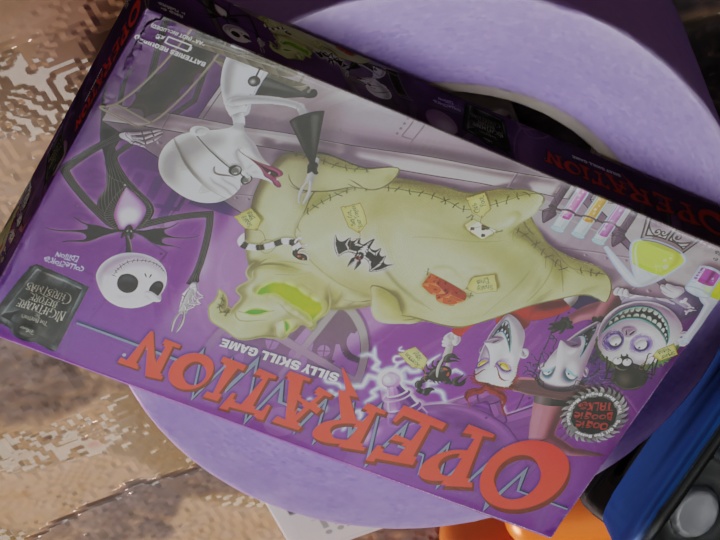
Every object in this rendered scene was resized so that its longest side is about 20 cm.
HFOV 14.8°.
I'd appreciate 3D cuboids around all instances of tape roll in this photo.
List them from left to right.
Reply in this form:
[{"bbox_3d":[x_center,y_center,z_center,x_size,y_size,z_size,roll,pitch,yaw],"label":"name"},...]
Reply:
[{"bbox_3d":[0.016,-0.021,0.871,0.199,0.085,0.200,-4,125,-5],"label":"tape roll"}]

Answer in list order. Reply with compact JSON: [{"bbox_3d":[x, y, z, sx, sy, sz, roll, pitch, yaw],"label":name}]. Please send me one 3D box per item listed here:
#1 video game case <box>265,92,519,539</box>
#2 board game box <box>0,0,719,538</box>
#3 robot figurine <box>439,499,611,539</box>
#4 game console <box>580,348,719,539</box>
[{"bbox_3d":[0.011,0.023,1.001,0.143,0.018,0.200,-20,138,5],"label":"video game case"},{"bbox_3d":[0.000,0.000,0.818,0.200,0.032,0.120,21,124,-20],"label":"board game box"},{"bbox_3d":[0.106,0.128,1.068,0.200,0.117,0.144,-18,107,4],"label":"robot figurine"},{"bbox_3d":[0.173,0.029,0.920,0.171,0.118,0.200,33,93,-30],"label":"game console"}]
